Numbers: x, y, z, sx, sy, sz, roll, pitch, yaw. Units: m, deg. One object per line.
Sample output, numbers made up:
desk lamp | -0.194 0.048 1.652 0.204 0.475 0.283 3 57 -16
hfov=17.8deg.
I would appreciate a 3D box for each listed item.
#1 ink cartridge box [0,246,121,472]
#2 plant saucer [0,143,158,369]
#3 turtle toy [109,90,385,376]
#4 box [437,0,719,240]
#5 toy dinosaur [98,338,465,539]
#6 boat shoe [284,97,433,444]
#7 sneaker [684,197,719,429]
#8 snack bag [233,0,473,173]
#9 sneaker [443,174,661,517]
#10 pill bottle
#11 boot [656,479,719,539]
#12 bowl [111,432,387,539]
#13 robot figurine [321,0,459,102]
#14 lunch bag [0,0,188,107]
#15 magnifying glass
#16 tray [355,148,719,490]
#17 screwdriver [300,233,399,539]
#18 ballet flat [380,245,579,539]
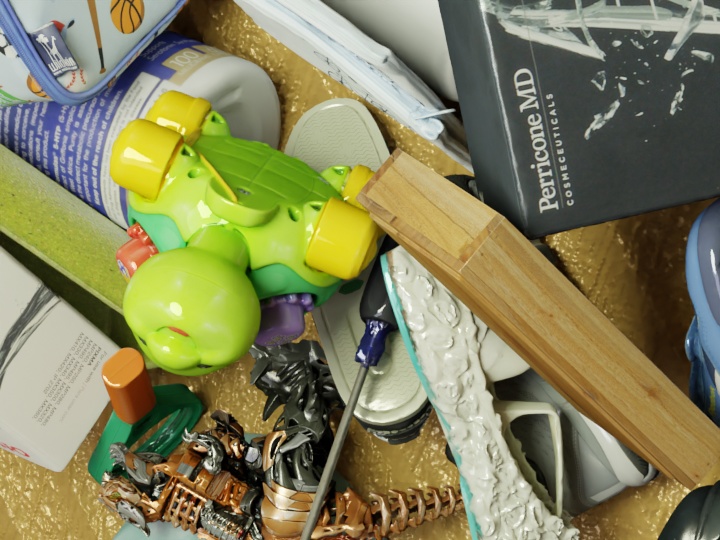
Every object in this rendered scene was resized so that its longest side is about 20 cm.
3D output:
ink cartridge box | -0.249 0.021 1.317 0.145 0.200 0.084 18 70 43
plant saucer | -0.194 -0.015 1.353 0.200 0.048 0.200 36 164 -13
turtle toy | -0.068 -0.012 1.187 0.146 0.200 0.101 23 109 2
box | 0.141 -0.133 1.088 0.196 0.124 0.200 -13 95 -5
toy dinosaur | -0.044 0.116 1.315 0.102 0.200 0.136 140 141 -65
boat shoe | 0.000 0.000 1.289 0.072 0.068 0.200 -16 68 8
sneaker | 0.194 0.045 1.142 0.082 0.074 0.200 14 140 46
snack bag | -0.024 -0.124 1.221 0.189 0.200 0.021 37 91 22
sneaker | 0.072 0.054 1.263 0.115 0.075 0.200 -40 79 35
pill bottle | -0.159 -0.096 1.351 0.200 0.120 0.120 23 112 27
boot | 0.123 0.188 1.253 0.168 0.076 0.200 16 117 26
bowl | -0.084 0.207 1.380 0.201 0.105 0.201 8 105 33
robot figurine | 0.034 -0.166 1.213 0.200 0.113 0.170 36 147 21
lunch bag | -0.161 -0.191 1.244 0.076 0.200 0.160 2 131 37
magnifying glass | -0.131 0.084 1.345 0.080 0.200 0.022 -40 78 -12
tray | 0.089 0.026 1.106 0.037 0.200 0.099 -50 36 -2
screwdriver | -0.005 0.064 1.215 0.029 0.028 0.200 0 64 53
ballet flat | 0.068 0.068 1.203 0.072 0.072 0.200 -5 113 34
